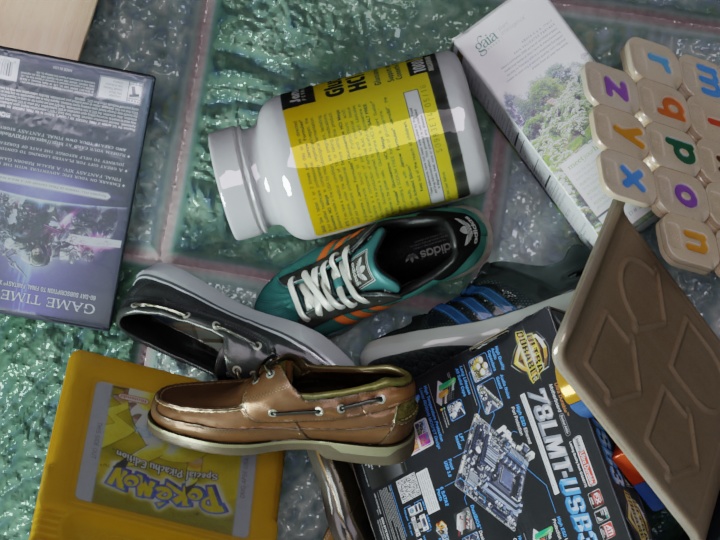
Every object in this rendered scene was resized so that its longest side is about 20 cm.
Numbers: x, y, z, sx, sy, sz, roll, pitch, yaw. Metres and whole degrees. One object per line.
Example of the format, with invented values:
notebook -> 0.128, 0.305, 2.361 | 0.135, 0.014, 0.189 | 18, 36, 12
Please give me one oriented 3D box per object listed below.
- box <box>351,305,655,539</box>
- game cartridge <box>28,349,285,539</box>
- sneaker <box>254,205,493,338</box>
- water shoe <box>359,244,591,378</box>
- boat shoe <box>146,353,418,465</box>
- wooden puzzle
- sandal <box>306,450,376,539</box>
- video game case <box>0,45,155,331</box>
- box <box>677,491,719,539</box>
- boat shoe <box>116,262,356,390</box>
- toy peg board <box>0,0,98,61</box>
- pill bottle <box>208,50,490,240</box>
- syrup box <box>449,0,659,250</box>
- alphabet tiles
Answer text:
box -> 0.098, 0.158, 1.420 | 0.198, 0.050, 0.201 | -30, 64, 25
game cartridge -> -0.143, 0.156, 1.425 | 0.175, 0.033, 0.201 | 15, 40, -10
sneaker -> 0.000, 0.000, 1.477 | 0.199, 0.080, 0.072 | -24, 81, 16
water shoe -> 0.096, 0.039, 1.497 | 0.198, 0.072, 0.079 | -13, 50, 8
boat shoe -> -0.056, 0.091, 1.425 | 0.198, 0.072, 0.069 | 2, 116, 1
wooden puzzle -> 0.201, 0.075, 1.396 | 0.046, 0.186, 0.201 | -22, 113, 34
sandal -> -0.010, 0.215, 1.471 | 0.054, 0.082, 0.202 | -22, 81, 19
video game case -> -0.245, -0.063, 1.506 | 0.142, 0.019, 0.202 | 10, 98, -9
box -> 0.324, 0.244, 1.401 | 0.197, 0.124, 0.200 | 44, 78, 0
boat shoe -> -0.094, 0.063, 1.489 | 0.199, 0.069, 0.057 | 26, 50, 12
toy peg board -> -0.297, -0.259, 1.543 | 0.198, 0.098, 0.202 | 18, 86, -11
pill bottle -> -0.009, -0.089, 1.485 | 0.198, 0.112, 0.113 | -15, 83, 1
syrup box -> 0.156, -0.112, 1.494 | 0.078, 0.081, 0.201 | -36, 82, -3
alphabet tiles -> 0.247, -0.081, 1.453 | 0.194, 0.015, 0.201 | 14, 53, -28
